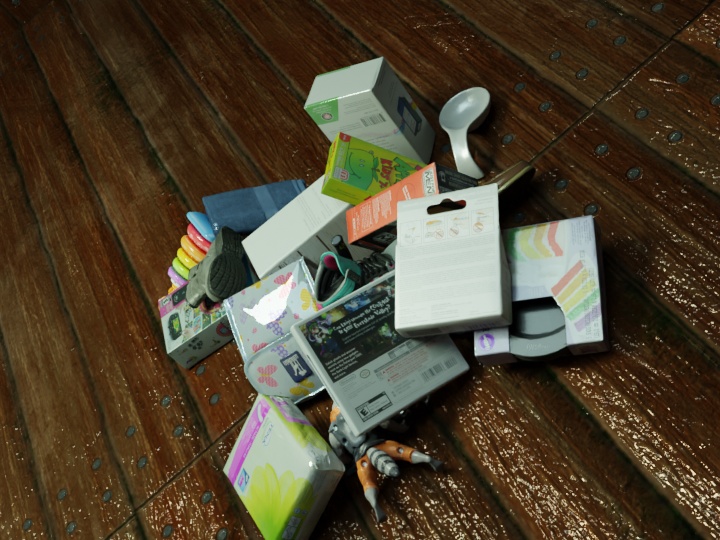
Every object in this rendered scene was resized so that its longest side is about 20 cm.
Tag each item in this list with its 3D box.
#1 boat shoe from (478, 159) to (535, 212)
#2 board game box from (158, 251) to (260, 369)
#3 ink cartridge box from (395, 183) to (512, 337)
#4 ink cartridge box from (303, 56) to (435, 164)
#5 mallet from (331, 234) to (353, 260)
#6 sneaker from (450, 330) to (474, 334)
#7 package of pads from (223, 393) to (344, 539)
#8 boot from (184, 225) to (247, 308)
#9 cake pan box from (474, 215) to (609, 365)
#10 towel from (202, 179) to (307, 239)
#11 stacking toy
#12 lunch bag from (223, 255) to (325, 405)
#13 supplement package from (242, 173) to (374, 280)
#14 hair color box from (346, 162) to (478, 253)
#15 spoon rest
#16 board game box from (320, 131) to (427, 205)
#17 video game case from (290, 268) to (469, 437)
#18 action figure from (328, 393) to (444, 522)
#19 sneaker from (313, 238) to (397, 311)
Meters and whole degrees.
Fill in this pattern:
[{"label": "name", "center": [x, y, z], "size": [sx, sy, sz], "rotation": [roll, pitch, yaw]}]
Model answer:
[{"label": "boat shoe", "center": [0.185, -0.114, 1.663], "size": [0.200, 0.072, 0.068], "rotation": [-38, 69, 9]}, {"label": "board game box", "center": [-0.261, 0.063, 1.888], "size": [0.199, 0.064, 0.148], "rotation": [-34, 42, 9]}, {"label": "ink cartridge box", "center": [0.130, -0.012, 1.491], "size": [0.160, 0.050, 0.201], "rotation": [-9, 64, 23]}, {"label": "ink cartridge box", "center": [0.020, -0.260, 1.834], "size": [0.145, 0.200, 0.088], "rotation": [-10, 47, 33]}, {"label": "mallet", "center": [-0.009, -0.015, 1.663], "size": [0.041, 0.200, 0.066], "rotation": [39, 73, 23]}, {"label": "sneaker", "center": [0.111, 0.075, 1.573], "size": [0.105, 0.076, 0.200], "rotation": [48, 112, 26]}, {"label": "package of pads", "center": [-0.114, 0.290, 1.538], "size": [0.200, 0.068, 0.155], "rotation": [44, 112, 49]}, {"label": "boot", "center": [-0.255, 0.024, 1.799], "size": [0.131, 0.068, 0.200], "rotation": [-49, 22, 25]}, {"label": "cake pan box", "center": [0.249, 0.033, 1.473], "size": [0.183, 0.052, 0.201], "rotation": [-9, 64, 23]}, {"label": "towel", "center": [-0.182, -0.108, 1.918], "size": [0.199, 0.049, 0.112], "rotation": [-11, 42, -15]}, {"label": "stacking toy", "center": [-0.316, 0.000, 1.972], "size": [0.200, 0.116, 0.110], "rotation": [-54, 45, 8]}, {"label": "lunch bag", "center": [-0.103, 0.105, 1.671], "size": [0.169, 0.127, 0.201], "rotation": [-27, 71, 19]}, {"label": "supplement package", "center": [-0.083, -0.047, 1.796], "size": [0.200, 0.117, 0.117], "rotation": [-38, 40, 5]}, {"label": "hair color box", "center": [0.080, -0.091, 1.626], "size": [0.200, 0.101, 0.062], "rotation": [-28, 59, 42]}, {"label": "spoon rest", "center": [0.181, -0.243, 1.798], "size": [0.099, 0.061, 0.201], "rotation": [-20, 47, 24]}, {"label": "board game box", "center": [0.042, -0.145, 1.728], "size": [0.048, 0.199, 0.102], "rotation": [125, 160, -52]}, {"label": "video game case", "center": [0.029, 0.112, 1.498], "size": [0.199, 0.023, 0.182], "rotation": [-28, 77, -23]}, {"label": "action figure", "center": [0.031, 0.229, 1.489], "size": [0.200, 0.105, 0.193], "rotation": [-47, 51, 0]}, {"label": "sneaker", "center": [0.000, 0.000, 1.578], "size": [0.200, 0.121, 0.083], "rotation": [-53, 36, -13]}]
